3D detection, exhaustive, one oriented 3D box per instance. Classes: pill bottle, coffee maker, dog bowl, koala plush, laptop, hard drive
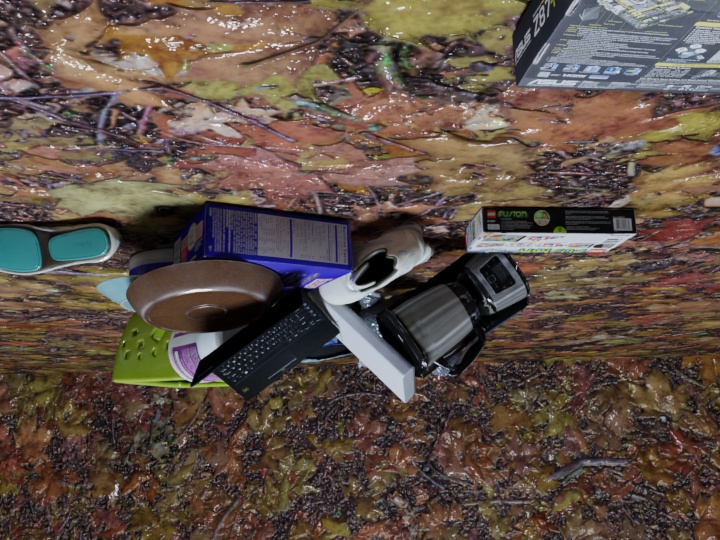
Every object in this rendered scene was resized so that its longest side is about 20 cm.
[{"bbox_3d":[-0.219,0.116,1.227,0.112,0.113,0.200,7,166,-32],"label":"pill bottle"},{"bbox_3d":[0.130,0.054,1.154,0.200,0.135,0.192,-33,-166,-11],"label":"coffee maker"},{"bbox_3d":[-0.269,0.024,1.249,0.200,0.079,0.200,-1,167,0],"label":"dog bowl"},{"bbox_3d":[0.062,0.103,1.410,0.184,0.178,0.200,-3,176,41],"label":"koala plush"},{"bbox_3d":[-0.122,0.117,1.071,0.177,0.103,0.200,-36,137,1],"label":"laptop"},{"bbox_3d":[0.003,0.107,1.176,0.027,0.200,0.132,-42,158,-14],"label":"hard drive"}]

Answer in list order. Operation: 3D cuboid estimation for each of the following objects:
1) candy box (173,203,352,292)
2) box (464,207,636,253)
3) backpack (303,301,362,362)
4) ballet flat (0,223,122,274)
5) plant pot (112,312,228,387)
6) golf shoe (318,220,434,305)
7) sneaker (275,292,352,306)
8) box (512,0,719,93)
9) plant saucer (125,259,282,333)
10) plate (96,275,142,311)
[{"bbox_3d":[-0.134,-0.023,1.045,0.200,0.077,0.169,7,165,-26],"label":"candy box"},{"bbox_3d":[0.247,-0.051,1.034,0.200,0.035,0.110,0,168,-5],"label":"box"},{"bbox_3d":[-0.111,0.106,1.444,0.182,0.135,0.200,-10,174,42],"label":"backpack"},{"bbox_3d":[-0.412,-0.032,1.040,0.200,0.070,0.069,-3,168,8],"label":"ballet flat"},{"bbox_3d":[-0.327,0.125,1.473,0.200,0.182,0.199,-7,167,24],"label":"plant pot"},{"bbox_3d":[0.000,0.000,1.052,0.200,0.078,0.097,-33,-177,38],"label":"golf shoe"},{"bbox_3d":[-0.075,0.028,1.287,0.199,0.076,0.114,-12,158,23],"label":"sneaker"},{"bbox_3d":[0.213,-0.163,0.483,0.200,0.049,0.161,1,169,-5],"label":"box"},{"bbox_3d":[-0.199,0.041,1.006,0.200,0.035,0.200,-8,158,-3],"label":"plant saucer"},{"bbox_3d":[-0.266,0.041,1.090,0.200,0.026,0.200,0,166,0],"label":"plate"}]
